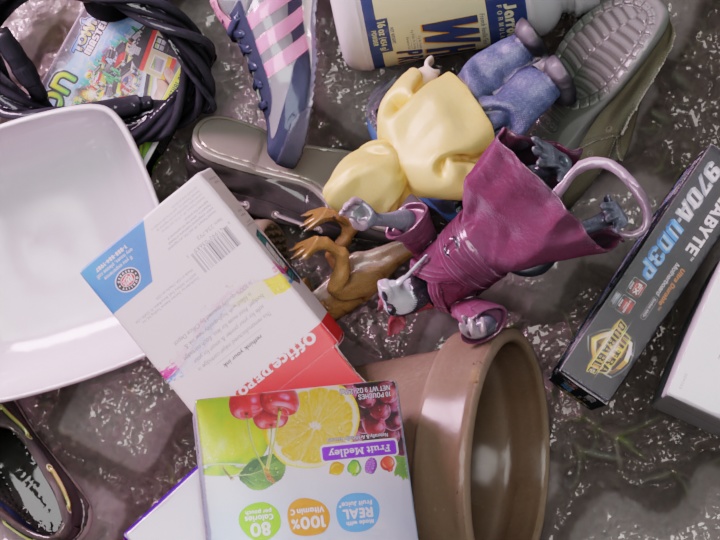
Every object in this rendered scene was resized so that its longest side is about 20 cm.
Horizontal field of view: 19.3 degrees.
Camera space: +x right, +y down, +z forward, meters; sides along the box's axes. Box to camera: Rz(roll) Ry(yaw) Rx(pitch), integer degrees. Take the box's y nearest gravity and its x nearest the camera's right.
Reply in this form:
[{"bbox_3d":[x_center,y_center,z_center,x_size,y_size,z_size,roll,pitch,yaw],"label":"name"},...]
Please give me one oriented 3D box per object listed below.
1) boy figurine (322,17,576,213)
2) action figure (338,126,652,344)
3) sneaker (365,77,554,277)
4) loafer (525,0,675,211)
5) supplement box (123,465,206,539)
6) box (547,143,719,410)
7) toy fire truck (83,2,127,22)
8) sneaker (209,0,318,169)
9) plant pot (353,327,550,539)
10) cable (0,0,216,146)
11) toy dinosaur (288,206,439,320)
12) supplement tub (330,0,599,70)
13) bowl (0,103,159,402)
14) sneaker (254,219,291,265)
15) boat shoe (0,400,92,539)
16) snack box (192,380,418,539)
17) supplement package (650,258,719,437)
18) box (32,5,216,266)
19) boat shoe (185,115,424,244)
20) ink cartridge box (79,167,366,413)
[{"bbox_3d":[0.064,-0.096,1.556,0.200,0.064,0.124,-37,68,-4],"label":"boy figurine"},{"bbox_3d":[0.083,-0.024,1.512,0.200,0.149,0.134,-37,81,34],"label":"action figure"},{"bbox_3d":[0.082,-0.064,1.616,0.066,0.078,0.200,-40,66,-8],"label":"sneaker"},{"bbox_3d":[0.176,-0.123,1.616,0.200,0.069,0.075,-54,47,22],"label":"loafer"},{"bbox_3d":[-0.104,0.211,1.544,0.103,0.200,0.101,-42,82,-14],"label":"supplement box"},{"bbox_3d":[0.213,0.008,1.571,0.046,0.159,0.200,34,86,4],"label":"box"},{"bbox_3d":[-0.184,-0.326,1.665,0.175,0.129,0.200,-25,60,-15],"label":"toy fire truck"},{"bbox_3d":[-0.076,-0.178,1.622,0.082,0.070,0.201,2,82,-14],"label":"sneaker"},{"bbox_3d":[0.032,0.138,1.570,0.174,0.200,0.201,2,83,23],"label":"plant pot"},{"bbox_3d":[-0.203,-0.158,1.603,0.199,0.051,0.163,28,120,-13],"label":"cable"},{"bbox_3d":[0.000,0.000,1.611,0.200,0.060,0.106,-36,117,4],"label":"toy dinosaur"},{"bbox_3d":[0.074,-0.239,1.617,0.199,0.145,0.146,-11,83,3],"label":"supplement tub"},{"bbox_3d":[-0.240,-0.015,1.611,0.199,0.075,0.201,-18,96,4],"label":"bowl"},{"bbox_3d":[-0.091,0.062,1.645,0.075,0.070,0.201,-4,84,29],"label":"sneaker"},{"bbox_3d":[-0.288,0.134,1.643,0.201,0.061,0.072,44,88,7],"label":"boat shoe"},{"bbox_3d":[-0.033,0.181,1.427,0.141,0.053,0.201,-5,75,-7],"label":"snack box"},{"bbox_3d":[0.289,0.066,1.538,0.116,0.200,0.118,23,86,6],"label":"supplement package"},{"bbox_3d":[-0.209,-0.111,1.679,0.110,0.035,0.201,28,86,7],"label":"box"},{"bbox_3d":[-0.043,-0.062,1.658,0.199,0.057,0.067,22,50,3],"label":"boat shoe"},{"bbox_3d":[-0.094,0.039,1.540,0.116,0.067,0.200,-38,93,6],"label":"ink cartridge box"}]
